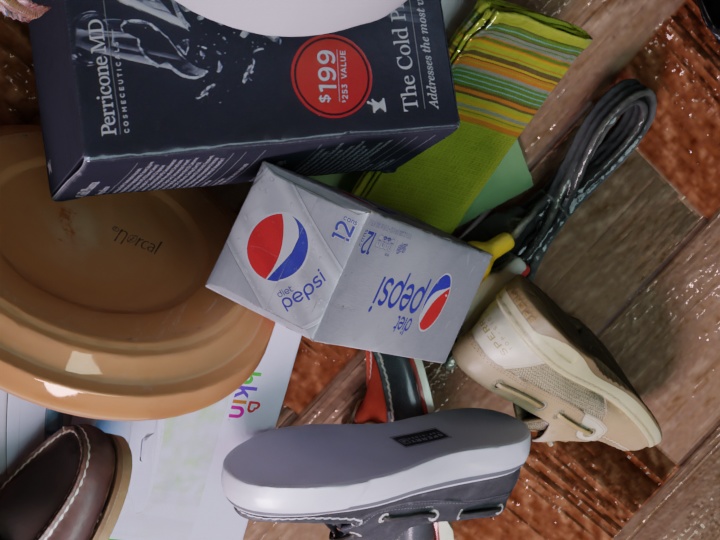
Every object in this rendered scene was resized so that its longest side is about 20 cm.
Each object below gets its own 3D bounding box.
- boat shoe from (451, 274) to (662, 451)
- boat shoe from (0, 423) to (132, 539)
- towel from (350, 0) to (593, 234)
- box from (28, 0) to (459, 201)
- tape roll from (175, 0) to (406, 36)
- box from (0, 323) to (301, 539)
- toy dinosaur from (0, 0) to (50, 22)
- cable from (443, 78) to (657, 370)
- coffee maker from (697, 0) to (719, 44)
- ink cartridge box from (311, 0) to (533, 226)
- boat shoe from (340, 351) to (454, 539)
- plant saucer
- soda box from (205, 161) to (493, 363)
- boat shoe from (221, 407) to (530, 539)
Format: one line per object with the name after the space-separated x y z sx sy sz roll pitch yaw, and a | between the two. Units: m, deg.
0.117 0.067 1.159 0.064 0.071 0.200 -40 140 9 | boat shoe
-0.193 0.158 0.985 0.070 0.070 0.200 28 102 -32 | boat shoe
0.047 -0.061 1.078 0.086 0.018 0.200 10 125 -41 | towel
-0.065 -0.145 0.930 0.181 0.104 0.201 -7 84 -17 | box
-0.030 -0.209 0.857 0.201 0.071 0.204 3 79 -17 | tape roll
-0.143 0.077 1.063 0.176 0.097 0.201 9 110 -22 | box
-0.190 -0.244 0.860 0.104 0.182 0.201 -1 134 -2 | toy dinosaur
0.109 -0.020 1.136 0.200 0.050 0.097 -39 138 -2 | cable
0.273 -0.105 1.114 0.192 0.135 0.200 -40 121 2 | coffee maker
0.015 -0.089 1.073 0.145 0.048 0.201 -28 119 -8 | ink cartridge box
0.017 0.115 1.159 0.062 0.071 0.201 -10 114 -3 | boat shoe
-0.135 -0.008 0.963 0.199 0.201 0.032 8 130 -24 | plant saucer
0.000 0.000 0.978 0.069 0.063 0.200 -66 159 4 | soda box
0.009 0.122 1.065 0.199 0.070 0.067 -8 116 -40 | boat shoe
